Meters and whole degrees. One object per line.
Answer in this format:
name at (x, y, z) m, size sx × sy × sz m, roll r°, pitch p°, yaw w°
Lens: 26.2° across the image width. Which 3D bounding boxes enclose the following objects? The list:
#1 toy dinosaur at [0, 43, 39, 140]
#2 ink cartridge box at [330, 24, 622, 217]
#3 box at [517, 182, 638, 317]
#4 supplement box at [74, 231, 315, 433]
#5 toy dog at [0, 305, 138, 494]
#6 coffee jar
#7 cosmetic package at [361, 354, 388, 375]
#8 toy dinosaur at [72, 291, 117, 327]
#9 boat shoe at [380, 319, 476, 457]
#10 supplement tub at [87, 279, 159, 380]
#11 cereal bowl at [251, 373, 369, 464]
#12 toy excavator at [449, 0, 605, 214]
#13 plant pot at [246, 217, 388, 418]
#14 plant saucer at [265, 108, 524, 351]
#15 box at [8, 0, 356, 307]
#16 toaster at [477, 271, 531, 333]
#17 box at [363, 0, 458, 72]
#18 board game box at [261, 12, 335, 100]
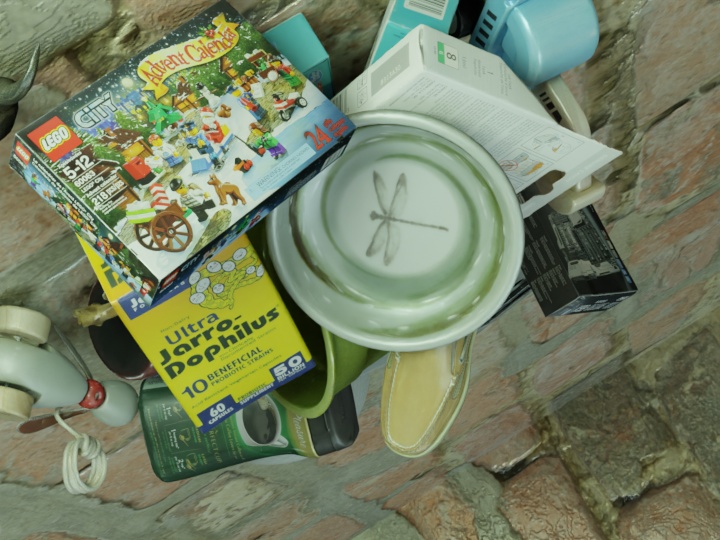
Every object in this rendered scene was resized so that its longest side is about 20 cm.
toy dinosaur at (-0.268, -0.088, 1.006) m, size 0.200 × 0.077 × 0.102 m, roll -53°, pitch 173°, yaw 23°
ink cartridge box at (0.079, -0.105, 1.215) m, size 0.199 × 0.050 × 0.161 m, roll 16°, pitch 148°, yaw -31°
box at (0.206, -0.050, 1.675) m, size 0.050 × 0.201 × 0.157 m, roll -33°, pitch 163°, yaw 28°
supplement box at (-0.126, 0.014, 1.181) m, size 0.108 × 0.110 × 0.200 m, roll -31°, pitch 143°, yaw -4°
toy dog at (-0.293, 0.102, 1.400) m, size 0.132 × 0.096 × 0.201 m, roll -64°, pitch 145°, yaw -30°
coffee jar at (-0.103, 0.133, 1.467) m, size 0.198 × 0.105 × 0.085 m, roll -10°, pitch -171°, yaw 10°
cosmetic package at (0.027, 0.012, 1.556) m, size 0.101 × 0.071 × 0.200 m, roll -25°, pitch -157°, yaw 23°
toy dinosaur at (-0.161, -0.002, 1.259) m, size 0.101 × 0.058 × 0.200 m, roll -13°, pitch 155°, yaw -45°
boat shoe at (0.058, 0.055, 1.257) m, size 0.076 × 0.071 × 0.202 m, roll 12°, pitch 94°, yaw -78°
supplement tub at (-0.151, 0.035, 1.453) m, size 0.199 × 0.107 × 0.107 m, roll -12°, pitch 154°, yaw -50°
cereal bowl at (-0.091, 0.089, 1.572) m, size 0.199 × 0.201 × 0.084 m, roll -28°, pitch 147°, yaw -11°
toy excavator at (0.147, -0.165, 1.256) m, size 0.099 × 0.201 × 0.195 m, roll -24°, pitch 161°, yaw -21°
plant pot at (0.000, 0.000, 1.352) m, size 0.189 × 0.201 × 0.200 m, roll -22°, pitch 160°, yaw -25°
plant saucer at (0.028, -0.036, 1.189) m, size 0.200 × 0.200 × 0.050 m, roll -40°, pitch -166°, yaw 26°
box at (-0.116, -0.085, 1.047) m, size 0.200 × 0.137 × 0.038 m, roll -41°, pitch 171°, yaw -35°
toaster at (0.110, -0.008, 1.764) m, size 0.200 × 0.119 × 0.180 m, roll -40°, pitch 160°, yaw 25°
box at (0.031, -0.164, 1.247) m, size 0.200 × 0.049 × 0.083 m, roll 114°, pitch -6°, yaw -61°
board game box at (-0.115, -0.107, 1.225) m, size 0.199 × 0.047 × 0.151 m, roll -30°, pitch 163°, yaw -6°
